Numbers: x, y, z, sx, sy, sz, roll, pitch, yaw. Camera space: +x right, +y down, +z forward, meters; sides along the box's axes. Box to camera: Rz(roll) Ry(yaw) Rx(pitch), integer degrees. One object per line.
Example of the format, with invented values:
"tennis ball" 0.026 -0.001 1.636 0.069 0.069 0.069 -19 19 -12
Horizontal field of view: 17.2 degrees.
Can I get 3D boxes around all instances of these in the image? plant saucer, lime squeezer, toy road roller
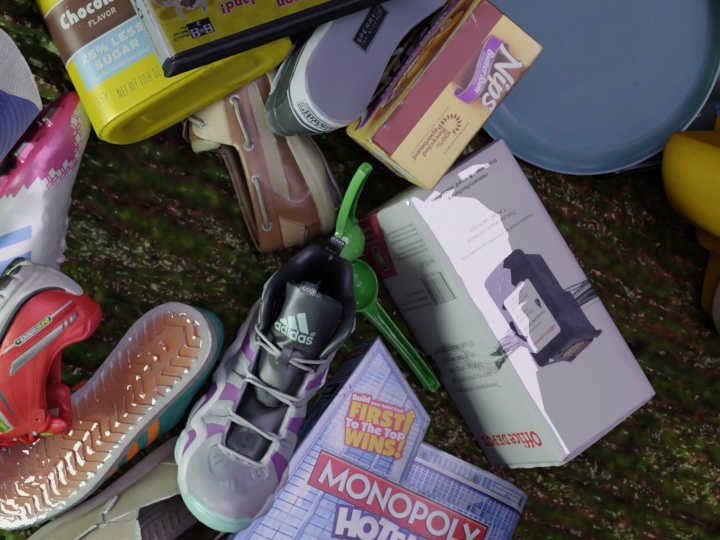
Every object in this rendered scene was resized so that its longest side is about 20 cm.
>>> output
"plant saucer" 0.158 -0.167 1.642 0.199 0.027 0.201 1 93 22
"lime squeezer" 0.000 0.000 1.596 0.038 0.071 0.201 -32 131 -17
"toy road roller" 0.274 -0.030 1.616 0.145 0.123 0.201 -3 109 -36

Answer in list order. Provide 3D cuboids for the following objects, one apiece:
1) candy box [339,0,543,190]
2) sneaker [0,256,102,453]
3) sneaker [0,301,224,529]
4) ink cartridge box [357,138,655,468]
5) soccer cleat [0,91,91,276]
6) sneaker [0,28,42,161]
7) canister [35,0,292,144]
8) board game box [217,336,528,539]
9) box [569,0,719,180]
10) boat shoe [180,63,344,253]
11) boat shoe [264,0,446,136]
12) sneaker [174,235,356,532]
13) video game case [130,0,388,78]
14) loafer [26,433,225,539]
"candy box" 0.049 -0.118 1.555 0.056 0.200 0.117 39 90 -7
"sneaker" -0.225 0.091 1.493 0.085 0.077 0.201 28 111 -6
"sneaker" -0.164 0.100 1.557 0.200 0.080 0.071 -40 77 6
"ink cartridge box" 0.093 0.026 1.592 0.084 0.145 0.201 -32 93 -16
"soccer cleat" -0.222 -0.020 1.558 0.086 0.070 0.201 36 81 -20
"sneaker" -0.299 -0.155 1.532 0.081 0.115 0.199 -49 118 -10
"canister" -0.147 -0.201 1.542 0.148 0.087 0.201 -28 79 10
"board game box" 0.013 0.158 1.601 0.199 0.062 0.201 25 80 -12
"box" 0.247 -0.160 1.704 0.199 0.046 0.160 -11 87 -15
"boat shoe" -0.082 -0.104 1.595 0.074 0.076 0.201 -28 91 -12
"boat shoe" -0.001 -0.165 1.579 0.074 0.068 0.200 40 58 -25
"sneaker" -0.054 0.059 1.517 0.077 0.140 0.201 22 50 -7
"video game case" -0.071 -0.234 1.495 0.199 0.026 0.181 -22 81 -24
"loafer" -0.157 0.184 1.539 0.200 0.068 0.076 -44 120 -16
